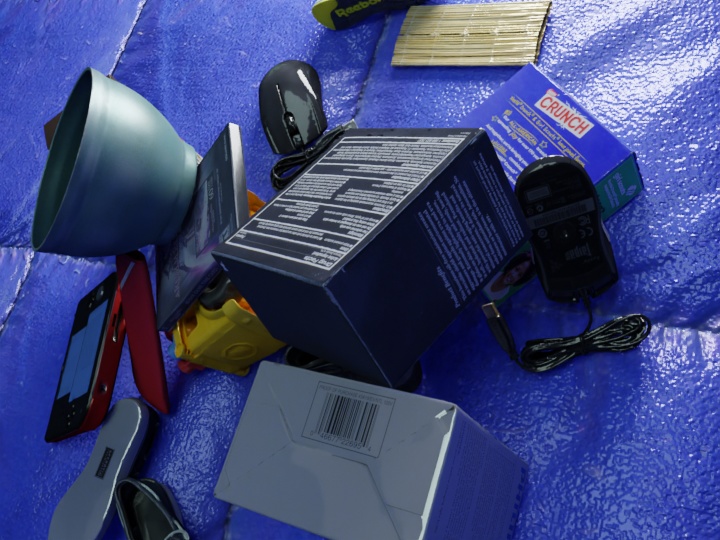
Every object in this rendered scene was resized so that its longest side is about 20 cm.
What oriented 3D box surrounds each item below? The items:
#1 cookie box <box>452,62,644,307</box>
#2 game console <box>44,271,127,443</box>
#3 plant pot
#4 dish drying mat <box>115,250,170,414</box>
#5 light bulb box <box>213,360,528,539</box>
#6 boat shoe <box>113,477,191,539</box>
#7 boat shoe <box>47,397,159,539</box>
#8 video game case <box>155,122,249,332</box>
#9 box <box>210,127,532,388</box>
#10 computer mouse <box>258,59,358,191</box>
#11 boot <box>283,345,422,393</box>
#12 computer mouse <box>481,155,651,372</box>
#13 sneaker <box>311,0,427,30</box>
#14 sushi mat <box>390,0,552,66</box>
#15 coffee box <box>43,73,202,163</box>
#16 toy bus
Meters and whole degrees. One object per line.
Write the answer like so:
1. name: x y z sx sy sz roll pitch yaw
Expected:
1. cookie box: 0.161 -0.091 0.814 0.200 0.075 0.171 -39 54 7
2. game console: -0.348 0.111 0.982 0.176 0.031 0.201 -22 54 46
3. plant pot: -0.262 -0.100 0.846 0.200 0.134 0.201 -33 48 47
4. dish drying mat: -0.258 0.069 0.912 0.077 0.018 0.201 24 124 44
5. light bulb box: 0.018 0.184 0.680 0.197 0.200 0.125 8 70 32
6. boat shoe: -0.208 0.303 0.830 0.075 0.062 0.200 -39 55 4
7. boat shoe: -0.293 0.249 0.908 0.068 0.057 0.201 19 77 25
8. video game case: -0.176 -0.042 0.837 0.200 0.019 0.144 -42 46 40
9. box: 0.006 -0.023 0.698 0.198 0.124 0.200 -43 30 -22
10. computer mouse: -0.087 -0.214 1.024 0.138 0.053 0.201 -29 56 15
11. boot: -0.046 0.107 0.794 0.199 0.132 0.070 -27 57 15
12. computer mouse: 0.174 -0.002 0.732 0.140 0.046 0.201 -23 102 17
13. sneaker: 0.025 -0.393 1.040 0.199 0.074 0.083 -7 61 24
14. sushi mat: 0.135 -0.295 0.967 0.199 0.012 0.096 10 73 32
15. coffee box: -0.291 -0.141 1.006 0.114 0.200 0.080 -34 52 9
16. toy bus: -0.166 0.026 0.916 0.192 0.135 0.201 -38 51 26
